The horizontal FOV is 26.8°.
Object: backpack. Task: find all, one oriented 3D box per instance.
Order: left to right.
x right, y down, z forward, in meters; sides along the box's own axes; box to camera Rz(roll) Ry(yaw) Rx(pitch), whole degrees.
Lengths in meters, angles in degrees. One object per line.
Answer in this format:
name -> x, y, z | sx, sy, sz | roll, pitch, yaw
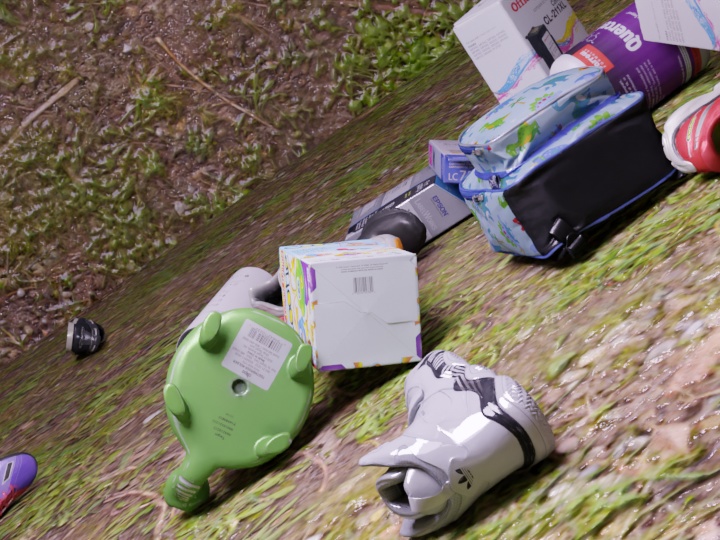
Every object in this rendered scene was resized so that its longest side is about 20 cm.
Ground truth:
backpack -> 0.185, -0.106, 1.467 | 0.183, 0.147, 0.200 | -34, 7, -13

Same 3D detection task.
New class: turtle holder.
turtle holder -> -0.115, 0.132, 1.427 | 0.140, 0.187, 0.132 | 0, -8, -7

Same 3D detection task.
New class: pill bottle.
pill bottle -> 0.299, -0.229, 1.754 | 0.200, 0.113, 0.112 | -36, 11, -10

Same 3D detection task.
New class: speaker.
speaker -> -0.167, 0.068, 1.949 | 0.081, 0.081, 0.200 | -30, 12, 24

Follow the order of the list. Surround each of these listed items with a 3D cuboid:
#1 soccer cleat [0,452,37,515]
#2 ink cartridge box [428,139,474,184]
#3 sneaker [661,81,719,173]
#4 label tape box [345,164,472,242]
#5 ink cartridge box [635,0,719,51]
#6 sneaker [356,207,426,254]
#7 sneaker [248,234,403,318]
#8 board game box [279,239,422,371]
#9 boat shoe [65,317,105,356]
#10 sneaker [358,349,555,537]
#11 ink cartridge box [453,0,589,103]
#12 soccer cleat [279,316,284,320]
soccer cleat -> -0.490, 0.311, 1.945 | 0.200, 0.069, 0.073 | -35, 34, -27
ink cartridge box -> 0.150, -0.129, 1.817 | 0.118, 0.042, 0.200 | 1, 8, -4
sneaker -> 0.366, -0.152, 1.364 | 0.200, 0.077, 0.085 | -43, 23, -9
label tape box -> 0.083, -0.084, 1.907 | 0.199, 0.066, 0.143 | -34, 10, 13
ink cartridge box -> 0.414, -0.305, 1.622 | 0.199, 0.086, 0.148 | 19, 50, 42
sneaker -> 0.000, 0.000, 1.808 | 0.200, 0.076, 0.091 | -36, 18, 33
sneaker -> -0.042, 0.013, 1.719 | 0.199, 0.092, 0.076 | -31, 53, 28
board game box -> -0.014, 0.031, 1.492 | 0.104, 0.104, 0.200 | -5, 6, -11
boat shoe -> -0.515, 0.127, 2.848 | 0.067, 0.072, 0.200 | 1, 0, -7
sneaker -> 0.048, 0.120, 1.068 | 0.115, 0.075, 0.200 | -34, 13, -15
ink cartridge box -> 0.224, -0.262, 1.891 | 0.083, 0.201, 0.146 | -25, 14, 41
soccer cleat -> -0.143, 0.113, 1.731 | 0.199, 0.067, 0.077 | -27, 17, 24
